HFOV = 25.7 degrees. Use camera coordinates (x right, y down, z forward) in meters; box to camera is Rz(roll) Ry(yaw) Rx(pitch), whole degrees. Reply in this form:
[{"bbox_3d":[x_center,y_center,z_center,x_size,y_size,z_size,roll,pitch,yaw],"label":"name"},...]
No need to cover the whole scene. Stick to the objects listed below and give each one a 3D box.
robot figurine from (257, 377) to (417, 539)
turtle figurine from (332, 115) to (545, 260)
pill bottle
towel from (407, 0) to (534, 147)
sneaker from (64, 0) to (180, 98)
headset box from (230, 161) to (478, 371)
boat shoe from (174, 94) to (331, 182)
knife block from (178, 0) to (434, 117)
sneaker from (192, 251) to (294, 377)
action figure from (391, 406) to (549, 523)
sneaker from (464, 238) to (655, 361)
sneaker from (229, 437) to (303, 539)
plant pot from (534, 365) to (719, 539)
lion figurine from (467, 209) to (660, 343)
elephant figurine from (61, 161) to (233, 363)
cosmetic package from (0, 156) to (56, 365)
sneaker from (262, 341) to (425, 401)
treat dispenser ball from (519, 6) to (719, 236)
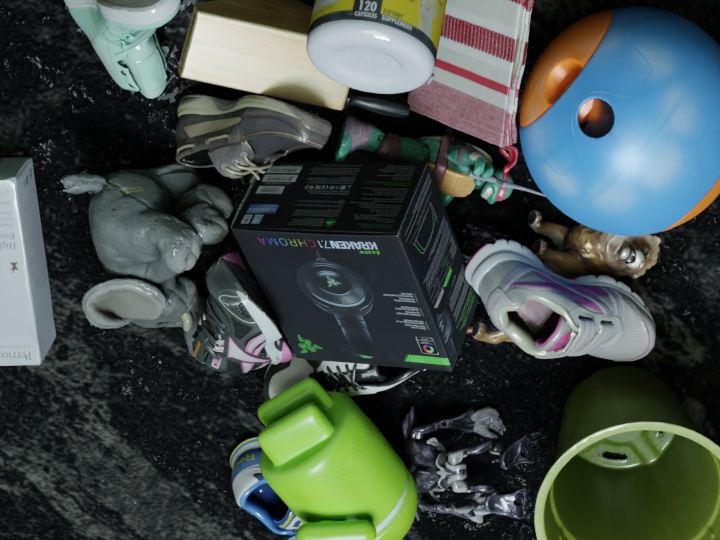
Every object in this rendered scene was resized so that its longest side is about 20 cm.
[{"bbox_3d":[-0.020,0.202,1.552,0.115,0.176,0.200,-32,118,12],"label":"robot figurine"},{"bbox_3d":[0.071,-0.084,1.483,0.198,0.101,0.150,15,138,-2],"label":"turtle figurine"},{"bbox_3d":[0.024,-0.263,1.353,0.111,0.112,0.202,11,71,-2],"label":"pill bottle"},{"bbox_3d":[0.100,-0.224,1.407,0.023,0.144,0.202,-9,115,-36],"label":"towel"},{"bbox_3d":[-0.189,-0.211,1.406,0.074,0.200,0.119,-39,117,-17],"label":"sneaker"},{"bbox_3d":[0.000,0.000,1.471,0.173,0.093,0.201,4,139,26],"label":"headset box"},{"bbox_3d":[-0.100,-0.116,1.439,0.074,0.199,0.074,17,85,-39],"label":"boat shoe"},{"bbox_3d":[-0.040,-0.185,1.408,0.175,0.200,0.064,28,116,23],"label":"knife block"},{"bbox_3d":[-0.123,0.058,1.505,0.086,0.081,0.200,-27,152,-4],"label":"sneaker"},{"bbox_3d":[0.107,0.201,1.599,0.101,0.199,0.120,1,91,-37],"label":"action figure"},{"bbox_3d":[0.189,0.049,1.465,0.198,0.089,0.082,19,127,-18],"label":"sneaker"},{"bbox_3d":[-0.051,0.254,1.651,0.199,0.082,0.074,27,112,-11],"label":"sneaker"},{"bbox_3d":[0.265,0.188,1.545,0.198,0.190,0.202,1,115,3],"label":"plant pot"},{"bbox_3d":[0.194,0.014,1.544,0.122,0.073,0.200,20,130,-27],"label":"lion figurine"},{"bbox_3d":[-0.209,0.003,1.531,0.155,0.141,0.201,39,131,17],"label":"elephant figurine"},{"bbox_3d":[-0.367,-0.007,1.557,0.101,0.074,0.202,-2,113,5],"label":"cosmetic package"},{"bbox_3d":[-0.013,0.093,1.579,0.199,0.080,0.074,-25,113,15],"label":"sneaker"},{"bbox_3d":[0.240,-0.132,1.396,0.199,0.201,0.203,1,114,3],"label":"treat dispenser ball"}]
